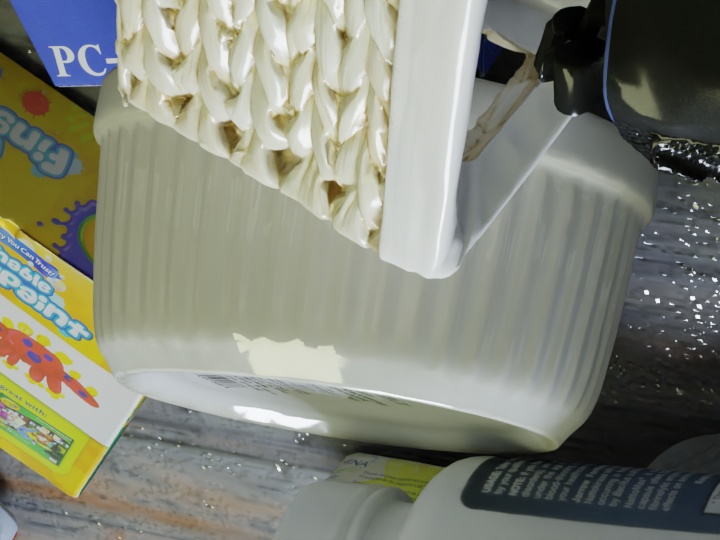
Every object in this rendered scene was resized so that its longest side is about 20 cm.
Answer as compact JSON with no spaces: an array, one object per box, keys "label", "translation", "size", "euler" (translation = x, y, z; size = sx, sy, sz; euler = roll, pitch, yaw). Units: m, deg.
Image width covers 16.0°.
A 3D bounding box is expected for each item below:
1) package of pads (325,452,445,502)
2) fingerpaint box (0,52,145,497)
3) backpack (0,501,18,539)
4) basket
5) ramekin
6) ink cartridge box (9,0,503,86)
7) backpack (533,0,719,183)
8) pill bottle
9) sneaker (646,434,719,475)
[{"label":"package of pads","translation":[0.065,0.156,1.100],"size":[0.200,0.068,0.155],"euler":[4,136,56]},{"label":"fingerpaint box","translation":[-0.166,-0.014,1.114],"size":[0.200,0.073,0.167],"euler":[34,145,-1]},{"label":"backpack","translation":[-0.286,0.152,1.331],"size":[0.200,0.154,0.190],"euler":[48,136,-6]},{"label":"basket","translation":[0.011,-0.121,0.730],"size":[0.123,0.136,0.200],"euler":[27,144,16]},{"label":"ramekin","translation":[0.000,0.000,0.899],"size":[0.200,0.105,0.200],"euler":[8,171,1]},{"label":"ink cartridge box","translation":[-0.046,-0.116,0.930],"size":[0.200,0.044,0.094],"euler":[2,131,36]},{"label":"backpack","translation":[0.149,-0.107,0.651],"size":[0.134,0.200,0.183],"euler":[13,99,27]},{"label":"pill bottle","translation":[0.072,0.128,0.918],"size":[0.200,0.120,0.120],"euler":[4,135,23]},{"label":"sneaker","translation":[0.205,0.124,0.987],"size":[0.200,0.075,0.105],"euler":[5,131,44]}]
